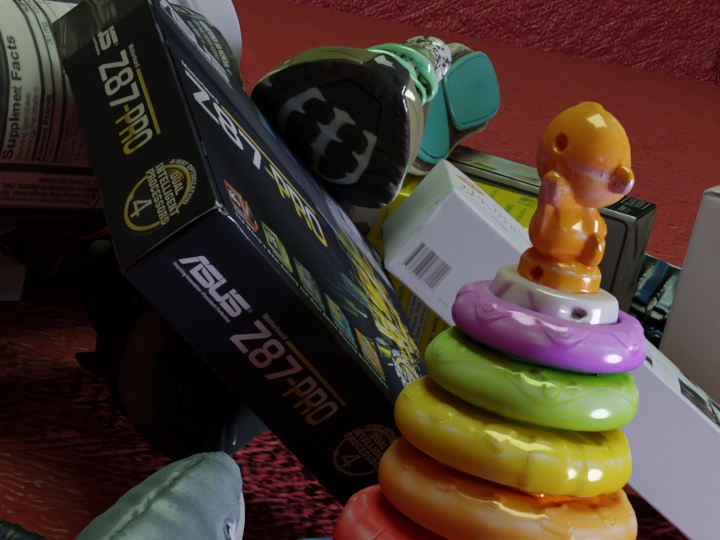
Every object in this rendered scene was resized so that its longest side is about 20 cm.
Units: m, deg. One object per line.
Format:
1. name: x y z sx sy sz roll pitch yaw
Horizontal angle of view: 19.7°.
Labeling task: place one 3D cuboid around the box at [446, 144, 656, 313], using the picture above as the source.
1. box: 0.053 -0.007 1.156 0.198 0.118 0.060 19 15 16

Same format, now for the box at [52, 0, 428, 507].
1. box: -0.035 -0.001 0.804 0.200 0.049 0.162 50 10 -40

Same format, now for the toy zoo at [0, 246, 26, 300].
1. toy zoo: -0.258 -0.020 1.070 0.130 0.021 0.200 7 13 -34

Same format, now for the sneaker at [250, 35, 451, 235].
1. sneaker: 0.004 -0.076 0.901 0.077 0.089 0.200 39 -11 -1

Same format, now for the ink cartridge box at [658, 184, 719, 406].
1. ink cartridge box: 0.250 0.038 1.093 0.145 0.148 0.200 19 12 19

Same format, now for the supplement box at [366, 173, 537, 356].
1. supplement box: 0.000 0.000 1.068 0.198 0.111 0.109 16 11 8

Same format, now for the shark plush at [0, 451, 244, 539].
1. shark plush: -0.099 0.098 0.545 0.090 0.084 0.199 23 14 36

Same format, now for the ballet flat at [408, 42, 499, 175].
1. ballet flat: 0.021 -0.082 1.090 0.062 0.068 0.200 -11 3 20

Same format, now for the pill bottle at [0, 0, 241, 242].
1. pill bottle: -0.158 -0.088 1.002 0.199 0.114 0.113 -33 39 -31

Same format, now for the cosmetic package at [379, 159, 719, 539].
1. cosmetic package: 0.098 0.037 0.942 0.200 0.051 0.083 42 7 -9

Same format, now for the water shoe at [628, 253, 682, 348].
1. water shoe: 0.178 0.027 1.249 0.198 0.072 0.079 8 15 -26

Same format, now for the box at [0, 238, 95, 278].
1. box: -0.169 -0.066 1.154 0.157 0.050 0.200 33 18 16

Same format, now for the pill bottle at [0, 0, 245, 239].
1. pill bottle: -0.149 -0.067 0.852 0.106 0.107 0.199 23 14 39

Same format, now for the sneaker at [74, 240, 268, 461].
1. sneaker: -0.090 0.031 0.907 0.113 0.077 0.199 15 8 14

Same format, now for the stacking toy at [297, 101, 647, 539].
1. stacking toy: 0.058 0.040 0.719 0.109 0.202 0.116 4 14 -40
